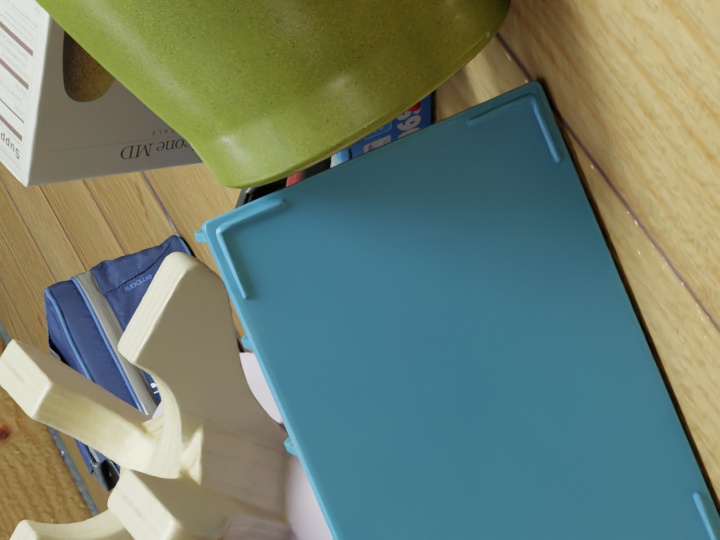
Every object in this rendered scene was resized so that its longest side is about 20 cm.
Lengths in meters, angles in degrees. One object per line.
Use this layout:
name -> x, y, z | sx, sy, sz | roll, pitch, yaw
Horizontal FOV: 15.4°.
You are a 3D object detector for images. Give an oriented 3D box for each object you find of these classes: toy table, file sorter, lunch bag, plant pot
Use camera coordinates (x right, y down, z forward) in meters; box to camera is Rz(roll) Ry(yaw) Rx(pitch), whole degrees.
toy table -> -0.081, 0.092, 1.171 | 0.117, 0.184, 0.200 | 25, 176, -36
file sorter -> 0.034, 0.047, 1.057 | 0.123, 0.139, 0.200 | -179, 66, -81
lunch bag -> -0.155, 0.092, 1.975 | 0.136, 0.132, 0.200 | 89, 155, -62
plant pot -> -0.047, -0.142, 0.973 | 0.193, 0.200, 0.200 | 57, 171, -15

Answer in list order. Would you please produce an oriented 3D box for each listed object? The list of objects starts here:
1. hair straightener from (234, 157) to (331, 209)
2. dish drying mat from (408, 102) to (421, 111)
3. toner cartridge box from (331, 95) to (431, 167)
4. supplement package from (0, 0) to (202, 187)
hair straightener -> -0.042, -0.055, 1.147 | 0.077, 0.041, 0.200 | 59, 162, 26
dish drying mat -> -0.019, -0.162, 1.082 | 0.077, 0.018, 0.200 | 19, 128, 45
toner cartridge box -> -0.030, -0.125, 1.229 | 0.200, 0.043, 0.095 | 60, 167, 28
supplement package -> -0.111, -0.153, 1.170 | 0.110, 0.114, 0.200 | 44, 133, 43
